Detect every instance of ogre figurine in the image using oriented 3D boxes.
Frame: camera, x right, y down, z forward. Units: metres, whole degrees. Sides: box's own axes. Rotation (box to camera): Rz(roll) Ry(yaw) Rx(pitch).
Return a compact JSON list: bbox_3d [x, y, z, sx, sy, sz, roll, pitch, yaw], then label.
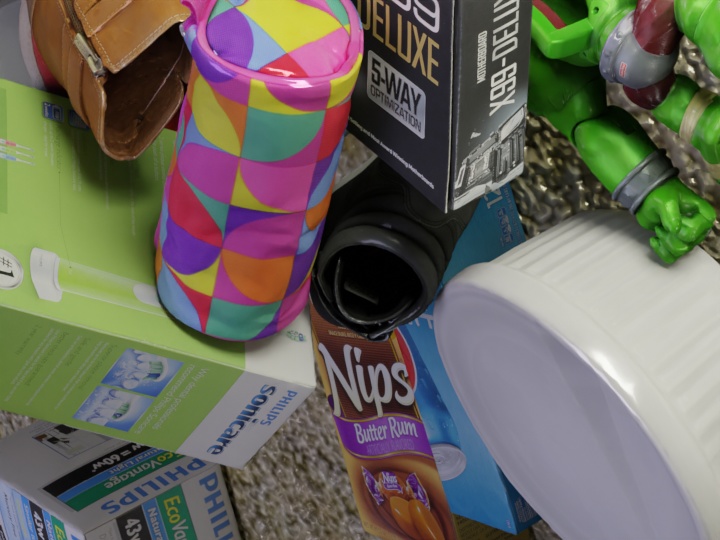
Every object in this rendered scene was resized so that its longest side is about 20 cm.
[{"bbox_3d":[0.129,-0.112,1.140,0.120,0.098,0.200,34,154,25],"label":"ogre figurine"}]

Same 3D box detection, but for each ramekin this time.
[{"bbox_3d":[0.135,0.061,1.250,0.202,0.094,0.203,46,160,22],"label":"ramekin"}]

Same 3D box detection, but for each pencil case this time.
[{"bbox_3d":[-0.051,-0.055,1.184,0.088,0.088,0.201,47,147,27],"label":"pencil case"}]

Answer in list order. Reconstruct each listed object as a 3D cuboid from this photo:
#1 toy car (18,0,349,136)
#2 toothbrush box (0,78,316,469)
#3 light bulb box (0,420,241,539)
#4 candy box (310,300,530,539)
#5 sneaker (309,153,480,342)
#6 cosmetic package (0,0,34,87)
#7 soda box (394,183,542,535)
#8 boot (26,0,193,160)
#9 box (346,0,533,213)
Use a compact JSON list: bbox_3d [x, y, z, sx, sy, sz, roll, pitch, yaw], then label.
[{"bbox_3d":[-0.065,-0.119,1.364,0.199,0.185,0.177,-2,153,44],"label":"toy car"},{"bbox_3d":[-0.131,0.000,1.289,0.086,0.199,0.146,-50,36,42],"label":"toothbrush box"},{"bbox_3d":[-0.184,0.228,1.949,0.200,0.124,0.199,21,131,53],"label":"light bulb box"},{"bbox_3d":[0.029,0.077,1.523,0.116,0.056,0.201,19,129,54],"label":"candy box"},{"bbox_3d":[0.000,0.000,1.308,0.071,0.099,0.200,34,146,-3],"label":"sneaker"},{"bbox_3d":[-0.239,-0.099,1.707,0.200,0.167,0.167,2,115,60],"label":"cosmetic package"},{"bbox_3d":[0.065,0.042,1.419,0.068,0.064,0.201,12,123,56],"label":"soda box"},{"bbox_3d":[-0.109,-0.168,1.230,0.155,0.073,0.201,-116,33,-45],"label":"boot"},{"bbox_3d":[-0.001,-0.145,1.165,0.200,0.050,0.158,41,145,36],"label":"box"}]
